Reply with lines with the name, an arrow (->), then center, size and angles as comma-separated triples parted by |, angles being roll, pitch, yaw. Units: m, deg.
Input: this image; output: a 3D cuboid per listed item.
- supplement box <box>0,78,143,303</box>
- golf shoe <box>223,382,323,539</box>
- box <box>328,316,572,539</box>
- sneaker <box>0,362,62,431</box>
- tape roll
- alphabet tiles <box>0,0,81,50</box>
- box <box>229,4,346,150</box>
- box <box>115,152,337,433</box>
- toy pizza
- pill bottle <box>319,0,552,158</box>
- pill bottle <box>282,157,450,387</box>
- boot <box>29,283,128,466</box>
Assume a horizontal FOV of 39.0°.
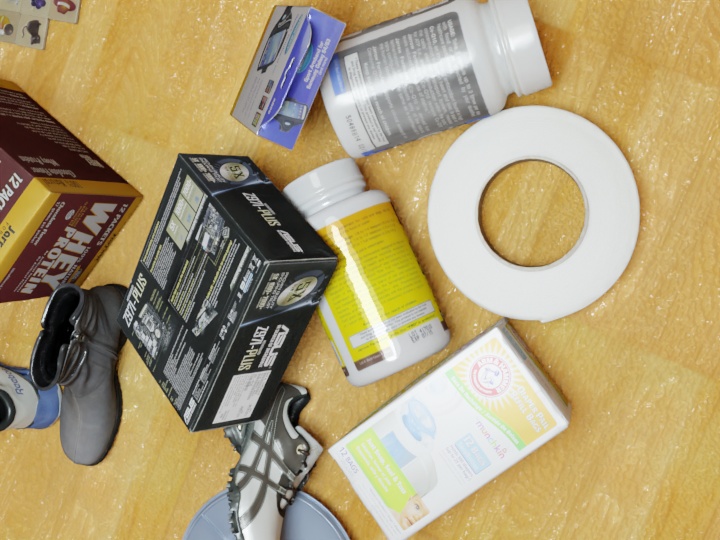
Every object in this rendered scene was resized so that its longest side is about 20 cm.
supplement box -> -0.360, -0.085, 0.999 | 0.200, 0.197, 0.133 | 40, 100, 8
golf shoe -> -0.081, 0.199, 0.983 | 0.093, 0.078, 0.202 | -8, 66, 2
box -> 0.087, 0.147, 0.954 | 0.199, 0.101, 0.113 | -37, 85, 12
sneaker -> -0.426, 0.123, 1.064 | 0.197, 0.115, 0.081 | 12, 94, 14
tape roll -> 0.163, -0.053, 0.963 | 0.201, 0.037, 0.205 | 0, 92, 13
alphabet tiles -> -0.367, -0.345, 1.089 | 0.165, 0.006, 0.202 | 12, 95, 12
box -> -0.069, -0.181, 0.934 | 0.041, 0.200, 0.120 | 21, 98, -21
box -> -0.131, 0.020, 0.949 | 0.164, 0.086, 0.201 | 46, 123, 34
toy pizza -> -0.093, 0.314, 1.038 | 0.198, 0.032, 0.203 | 1, 93, 14
pill bottle -> 0.069, -0.185, 0.940 | 0.198, 0.114, 0.115 | -16, 89, 13
pill bottle -> 0.000, 0.000, 0.964 | 0.108, 0.109, 0.202 | -25, 86, 13
boot -> -0.293, 0.108, 1.025 | 0.069, 0.132, 0.202 | 8, 94, 12
